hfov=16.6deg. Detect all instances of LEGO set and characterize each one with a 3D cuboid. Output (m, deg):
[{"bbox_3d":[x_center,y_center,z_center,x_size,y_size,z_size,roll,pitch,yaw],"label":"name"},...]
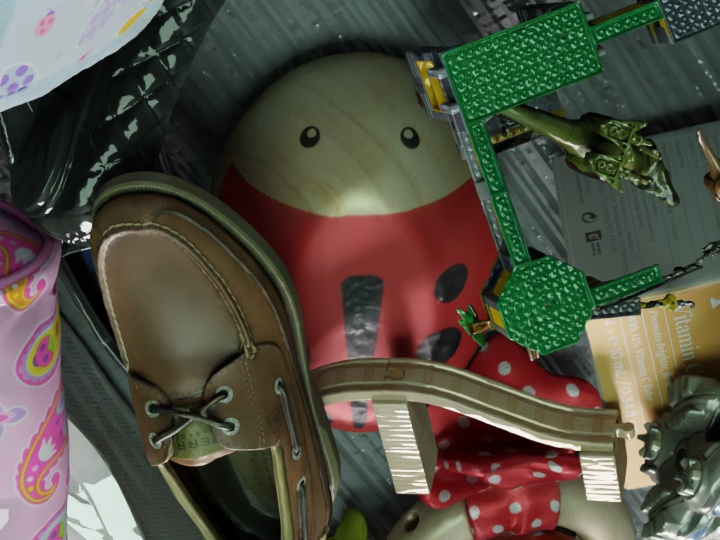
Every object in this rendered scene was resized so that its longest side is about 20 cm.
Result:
[{"bbox_3d":[0.108,-0.057,0.989,0.199,0.116,0.154,-29,98,-4],"label":"LEGO set"}]

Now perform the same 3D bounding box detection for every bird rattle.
[{"bbox_3d":[0.062,0.130,1.201,0.163,0.113,0.200,24,112,-35],"label":"bird rattle"}]

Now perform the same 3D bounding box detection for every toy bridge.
[{"bbox_3d":[0.020,0.067,1.064,0.199,0.027,0.067,-1,135,15],"label":"toy bridge"}]

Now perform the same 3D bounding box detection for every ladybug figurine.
[{"bbox_3d":[0.000,0.000,1.082,0.135,0.072,0.201,-4,130,0],"label":"ladybug figurine"}]

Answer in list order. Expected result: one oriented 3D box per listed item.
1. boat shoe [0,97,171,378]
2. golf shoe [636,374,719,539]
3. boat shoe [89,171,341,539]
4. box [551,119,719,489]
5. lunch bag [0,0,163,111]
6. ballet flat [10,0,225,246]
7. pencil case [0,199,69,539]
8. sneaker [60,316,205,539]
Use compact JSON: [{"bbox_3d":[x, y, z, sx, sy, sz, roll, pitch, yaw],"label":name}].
[{"bbox_3d":[-0.114,-0.026,1.059,0.070,0.066,0.201,-14,128,7],"label":"boat shoe"},{"bbox_3d":[0.192,0.056,0.990,0.097,0.079,0.200,13,152,-16],"label":"golf shoe"},{"bbox_3d":[-0.056,0.050,0.999,0.072,0.068,0.200,-9,130,22],"label":"boat shoe"},{"bbox_3d":[0.195,0.004,1.072,0.199,0.098,0.125,-13,135,7],"label":"box"},{"bbox_3d":[-0.108,-0.167,0.859,0.127,0.200,0.170,16,126,-15],"label":"lunch bag"},{"bbox_3d":[-0.078,-0.101,0.988,0.057,0.066,0.201,18,109,-38],"label":"ballet flat"},{"bbox_3d":[-0.167,0.068,1.052,0.087,0.088,0.201,2,123,-4],"label":"pencil case"},{"bbox_3d":[-0.155,0.111,1.173,0.115,0.074,0.200,-20,119,17],"label":"sneaker"}]
